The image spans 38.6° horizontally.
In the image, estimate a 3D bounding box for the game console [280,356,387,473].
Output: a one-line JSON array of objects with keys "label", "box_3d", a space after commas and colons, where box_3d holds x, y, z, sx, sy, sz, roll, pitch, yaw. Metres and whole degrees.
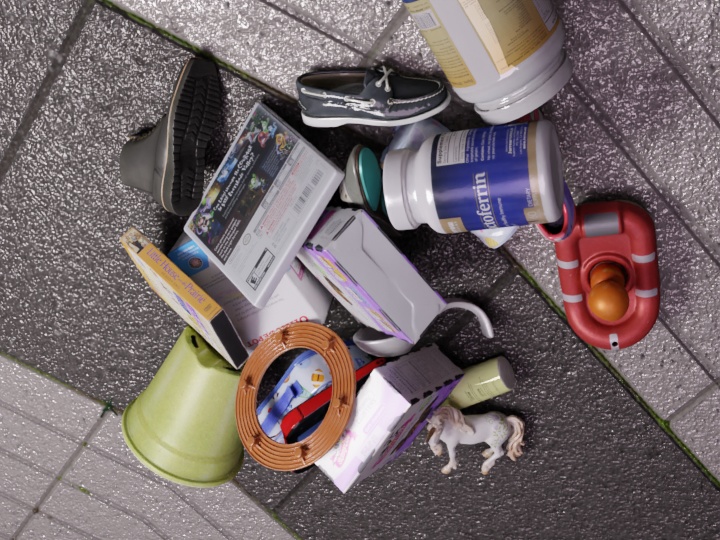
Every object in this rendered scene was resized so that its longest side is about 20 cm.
[{"label": "game console", "box_3d": [-0.033, 0.213, 1.482, 0.175, 0.031, 0.201, -29, 155, -14]}]

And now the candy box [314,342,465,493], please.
[{"label": "candy box", "box_3d": [0.040, 0.200, 1.430, 0.071, 0.199, 0.169, 42, 113, 16]}]

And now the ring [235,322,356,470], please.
[{"label": "ring", "box_3d": [-0.093, 0.166, 1.384, 0.198, 0.204, 0.019, -22, 152, 25]}]

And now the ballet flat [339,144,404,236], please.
[{"label": "ballet flat", "box_3d": [0.006, -0.095, 1.313, 0.062, 0.069, 0.200, 0, 158, 21]}]

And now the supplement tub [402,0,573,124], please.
[{"label": "supplement tub", "box_3d": [0.142, -0.282, 1.159, 0.143, 0.145, 0.201, -24, 114, 26]}]

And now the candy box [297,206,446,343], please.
[{"label": "candy box", "box_3d": [0.000, 0.000, 1.337, 0.072, 0.199, 0.168, -47, 108, -10]}]

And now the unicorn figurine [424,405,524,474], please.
[{"label": "unicorn figurine", "box_3d": [0.154, 0.245, 1.519, 0.196, 0.074, 0.139, -13, 136, -23]}]

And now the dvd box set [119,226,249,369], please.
[{"label": "dvd box set", "box_3d": [-0.243, 0.039, 1.431, 0.199, 0.029, 0.147, 39, 162, 28]}]

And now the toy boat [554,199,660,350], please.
[{"label": "toy boat", "box_3d": [0.317, 0.018, 1.318, 0.128, 0.132, 0.203, -5, 121, 17]}]

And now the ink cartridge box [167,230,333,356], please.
[{"label": "ink cartridge box", "box_3d": [-0.150, 0.007, 1.450, 0.143, 0.085, 0.201, -25, 113, 27]}]

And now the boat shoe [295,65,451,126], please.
[{"label": "boat shoe", "box_3d": [0.012, -0.220, 1.272, 0.196, 0.076, 0.061, -5, 127, 15]}]

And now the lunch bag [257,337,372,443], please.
[{"label": "lunch bag", "box_3d": [-0.072, 0.182, 1.500, 0.076, 0.159, 0.201, 52, 126, 23]}]

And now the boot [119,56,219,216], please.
[{"label": "boot", "box_3d": [-0.265, -0.189, 1.365, 0.137, 0.077, 0.204, 21, 101, 38]}]

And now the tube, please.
[{"label": "tube", "box_3d": [0.134, 0.183, 1.520, 0.198, 0.052, 0.059, -24, 75, 31]}]

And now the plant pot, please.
[{"label": "plant pot", "box_3d": [-0.233, 0.182, 1.533, 0.197, 0.201, 0.186, 26, 115, -4]}]

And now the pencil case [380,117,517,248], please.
[{"label": "pencil case", "box_3d": [0.120, -0.114, 1.308, 0.198, 0.083, 0.091, 34, 110, -11]}]

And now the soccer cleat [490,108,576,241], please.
[{"label": "soccer cleat", "box_3d": [0.210, -0.130, 1.256, 0.066, 0.076, 0.203, -22, 97, 17]}]

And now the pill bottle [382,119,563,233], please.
[{"label": "pill bottle", "box_3d": [0.131, -0.105, 1.195, 0.196, 0.116, 0.117, -6, 121, 20]}]

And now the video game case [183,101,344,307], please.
[{"label": "video game case", "box_3d": [-0.127, -0.086, 1.315, 0.182, 0.023, 0.202, 42, 105, 35]}]

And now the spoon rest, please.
[{"label": "spoon rest", "box_3d": [0.085, 0.077, 1.431, 0.196, 0.099, 0.062, -8, 99, -9]}]
